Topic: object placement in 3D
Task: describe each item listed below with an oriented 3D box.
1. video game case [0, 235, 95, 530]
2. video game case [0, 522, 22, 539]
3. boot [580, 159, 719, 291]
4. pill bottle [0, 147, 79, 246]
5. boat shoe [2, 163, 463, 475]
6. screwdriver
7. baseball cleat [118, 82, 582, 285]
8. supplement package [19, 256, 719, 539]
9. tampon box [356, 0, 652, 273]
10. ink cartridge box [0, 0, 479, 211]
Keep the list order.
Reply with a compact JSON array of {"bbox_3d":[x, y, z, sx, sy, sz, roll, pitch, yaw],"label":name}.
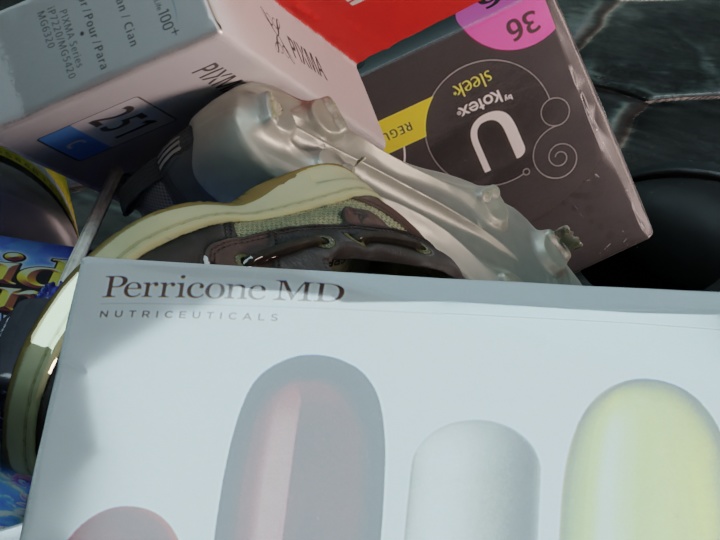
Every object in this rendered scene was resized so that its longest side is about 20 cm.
[{"bbox_3d":[-0.075,0.057,0.880,0.200,0.045,0.181,9,29,-11],"label":"video game case"},{"bbox_3d":[-0.024,0.120,0.773,0.200,0.018,0.143,-16,63,-24],"label":"video game case"},{"bbox_3d":[0.151,0.020,1.149,0.198,0.073,0.162,10,27,28],"label":"boot"},{"bbox_3d":[-0.179,-0.024,1.178,0.111,0.111,0.200,-2,21,-9],"label":"pill bottle"},{"bbox_3d":[-0.032,0.018,0.848,0.066,0.072,0.201,22,26,22],"label":"boat shoe"},{"bbox_3d":[-0.095,-0.001,0.897,0.028,0.029,0.200,14,28,-1],"label":"screwdriver"},{"bbox_3d":[0.000,0.000,1.007,0.200,0.106,0.070,34,37,-31],"label":"baseball cleat"},{"bbox_3d":[0.016,0.120,0.640,0.191,0.147,0.200,3,45,3],"label":"supplement package"},{"bbox_3d":[0.018,-0.068,1.221,0.150,0.126,0.200,-26,22,0],"label":"tampon box"},{"bbox_3d":[-0.028,-0.081,0.999,0.176,0.045,0.200,-23,-14,13],"label":"ink cartridge box"}]
